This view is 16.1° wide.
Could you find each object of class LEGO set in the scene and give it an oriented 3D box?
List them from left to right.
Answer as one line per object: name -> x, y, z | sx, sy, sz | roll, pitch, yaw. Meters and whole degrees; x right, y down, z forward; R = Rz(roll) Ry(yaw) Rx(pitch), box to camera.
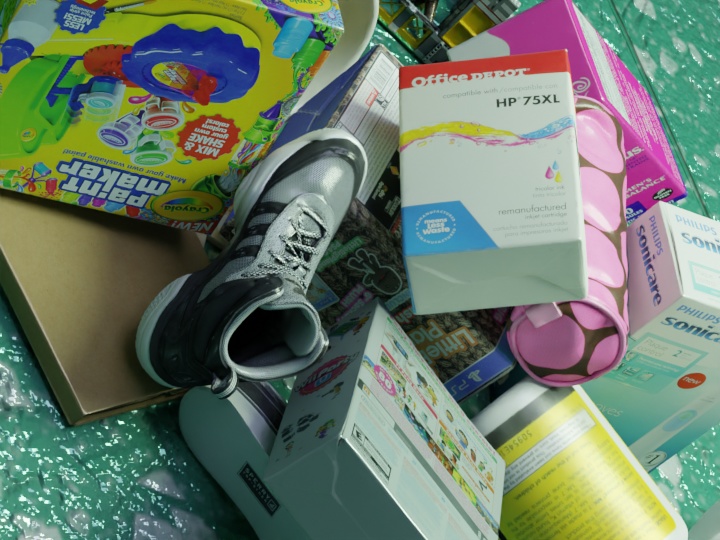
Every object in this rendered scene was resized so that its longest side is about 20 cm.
LEGO set -> 0.081, -0.256, 2.019 | 0.154, 0.116, 0.200 | 48, 37, 0

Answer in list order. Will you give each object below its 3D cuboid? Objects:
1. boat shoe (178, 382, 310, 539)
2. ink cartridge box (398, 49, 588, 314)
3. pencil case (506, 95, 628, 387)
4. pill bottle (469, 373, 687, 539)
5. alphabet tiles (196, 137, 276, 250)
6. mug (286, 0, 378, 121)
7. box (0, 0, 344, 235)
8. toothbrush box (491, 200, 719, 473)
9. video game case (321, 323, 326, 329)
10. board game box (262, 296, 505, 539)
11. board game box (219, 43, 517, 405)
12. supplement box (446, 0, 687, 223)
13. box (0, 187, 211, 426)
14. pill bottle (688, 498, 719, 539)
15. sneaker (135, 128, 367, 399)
boat shoe -> -0.033, 0.147, 1.608 | 0.200, 0.072, 0.068 | 51, 39, 14
ink cartridge box -> 0.085, -0.074, 1.664 | 0.116, 0.067, 0.201 | -6, 53, 6
pencil case -> 0.135, -0.025, 1.715 | 0.094, 0.090, 0.201 | 61, 22, -47
pill bottle -> 0.149, 0.170, 1.725 | 0.200, 0.114, 0.114 | 53, 38, 6
alphabet tiles -> -0.125, -0.074, 1.754 | 0.200, 0.008, 0.168 | 33, 40, -19
mug -> -0.098, -0.203, 1.775 | 0.153, 0.149, 0.186 | 52, 18, 25
box -> -0.148, -0.146, 1.593 | 0.199, 0.193, 0.122 | 12, 43, -28
toothbrush box -> 0.208, 0.052, 1.813 | 0.146, 0.200, 0.086 | 18, 46, -34
video game case -> 0.000, 0.000, 1.796 | 0.143, 0.019, 0.200 | 51, 37, -3
board game box -> 0.020, 0.125, 1.577 | 0.148, 0.064, 0.200 | 53, 20, -14
board game box -> 0.028, -0.025, 1.750 | 0.200, 0.097, 0.160 | 45, 38, -12
supplement box -> 0.158, -0.110, 1.922 | 0.200, 0.101, 0.104 | 38, 30, -57
box -> -0.166, -0.006, 1.637 | 0.163, 0.021, 0.201 | -14, 71, -47
pill bottle -> 0.327, 0.246, 1.834 | 0.200, 0.113, 0.113 | 46, 38, -3
sneaker -> -0.045, 0.001, 1.576 | 0.200, 0.114, 0.076 | -50, 122, -13
